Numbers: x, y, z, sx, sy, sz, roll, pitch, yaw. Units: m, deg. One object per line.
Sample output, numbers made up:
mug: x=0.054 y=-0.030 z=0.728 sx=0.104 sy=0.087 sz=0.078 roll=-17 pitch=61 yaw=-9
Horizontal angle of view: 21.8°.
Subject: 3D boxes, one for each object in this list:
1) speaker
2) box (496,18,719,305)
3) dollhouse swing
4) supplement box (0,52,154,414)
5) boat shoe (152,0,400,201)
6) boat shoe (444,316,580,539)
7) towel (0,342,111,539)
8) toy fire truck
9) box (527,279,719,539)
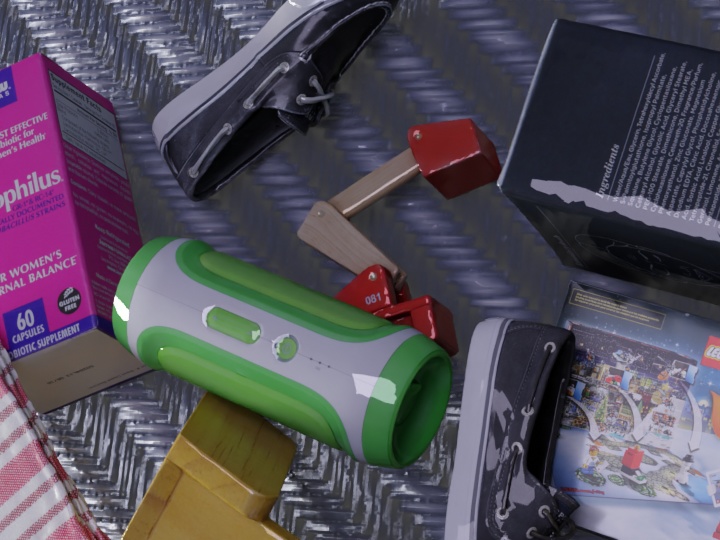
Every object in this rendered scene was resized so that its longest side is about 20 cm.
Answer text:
speaker: x=-0.047 y=0.046 z=1.103 sx=0.198 sy=0.088 sz=0.089 roll=22 pitch=83 yaw=26
box: x=0.200 y=-0.048 z=1.053 sx=0.198 sy=0.148 sz=0.108 roll=15 pitch=80 yaw=24
dollhouse swing: x=-0.071 y=0.210 z=1.102 sx=0.175 sy=0.182 sz=0.201 roll=29 pitch=101 yaw=-1
supplement box: x=-0.210 y=-0.024 z=1.235 sx=0.100 sy=0.103 sz=0.202 roll=-22 pitch=66 yaw=16
boat shoe: x=-0.046 y=-0.120 z=1.214 sx=0.199 sy=0.072 sz=0.068 roll=-36 pitch=63 yaw=11
boat shoe: x=0.092 y=0.125 z=1.053 sx=0.066 sy=0.070 sz=0.202 roll=-1 pitch=70 yaw=24
towel: x=-0.246 y=0.131 z=1.152 sx=0.146 sy=0.030 sz=0.201 roll=-40 pitch=68 yaw=21
toy fire truck: x=0.000 y=0.000 z=1.173 sx=0.198 sy=0.049 sz=0.143 roll=-19 pitch=68 yaw=17
box: x=0.194 y=0.099 z=1.073 sx=0.198 sy=0.038 sz=0.138 roll=17 pitch=82 yaw=25
